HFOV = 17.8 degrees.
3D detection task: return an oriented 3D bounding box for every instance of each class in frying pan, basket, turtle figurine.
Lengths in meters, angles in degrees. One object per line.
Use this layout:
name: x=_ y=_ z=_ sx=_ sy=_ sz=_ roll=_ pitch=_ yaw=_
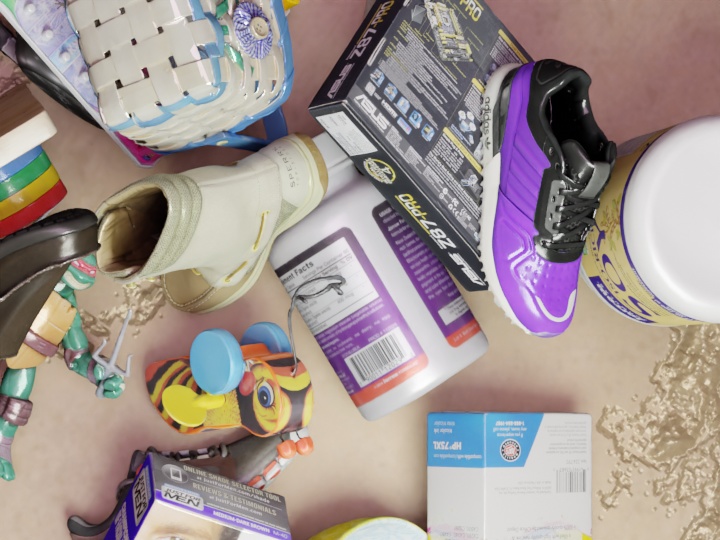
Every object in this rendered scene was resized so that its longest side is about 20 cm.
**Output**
frying pan: x=-0.241 y=-0.159 z=1.687 sx=0.189 sy=0.115 sz=0.031 roll=34 pitch=82 yaw=-2
basket: x=-0.114 y=-0.164 z=1.587 sx=0.138 sy=0.200 sz=0.177 roll=-20 pitch=89 yaw=16
turtle figurine: x=-0.240 y=0.048 z=1.683 sx=0.149 sy=0.101 sz=0.201 roll=35 pitch=94 yaw=-16

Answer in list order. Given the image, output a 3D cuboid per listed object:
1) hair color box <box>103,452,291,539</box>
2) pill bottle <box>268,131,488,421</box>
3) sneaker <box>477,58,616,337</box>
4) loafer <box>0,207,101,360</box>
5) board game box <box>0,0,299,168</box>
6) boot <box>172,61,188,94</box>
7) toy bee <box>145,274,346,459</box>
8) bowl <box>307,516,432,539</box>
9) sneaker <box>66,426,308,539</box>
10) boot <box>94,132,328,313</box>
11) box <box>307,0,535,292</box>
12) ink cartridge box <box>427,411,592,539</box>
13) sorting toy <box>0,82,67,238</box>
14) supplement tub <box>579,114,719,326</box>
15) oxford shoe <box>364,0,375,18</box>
hair color box: x=-0.141 y=0.238 z=1.646 sx=0.109 sy=0.065 sz=0.201 roll=20 pitch=114 yaw=-19
pill bottle: x=0.000 y=0.000 z=1.701 sx=0.111 sy=0.111 sz=0.201 roll=-31 pitch=90 yaw=-6
sneaker: x=0.139 y=-0.054 z=1.634 sx=0.069 sy=0.099 sz=0.202 roll=-3 pitch=88 yaw=-39
loafer: x=-0.247 y=0.023 z=1.582 sx=0.199 sy=0.073 sz=0.072 roll=-31 pitch=91 yaw=28
board game box: x=-0.159 y=-0.209 z=1.658 sx=0.200 sy=0.026 sz=0.200 roll=49 pitch=55 yaw=-16
boot: x=-0.151 y=-0.216 z=1.721 sx=0.203 sy=0.073 sz=0.155 roll=26 pitch=81 yaw=-6
toy bee: x=-0.080 y=0.089 z=1.649 sx=0.130 sy=0.200 sz=0.109 roll=-11 pitch=78 yaw=-24
bowl: x=-0.022 y=0.277 z=1.675 sx=0.107 sy=0.200 sz=0.202 roll=-2 pitch=86 yaw=38
sneaker: x=-0.132 y=0.157 z=1.702 sx=0.199 sy=0.077 sz=0.082 roll=-35 pitch=84 yaw=-6
boot: x=-0.129 y=-0.020 z=1.625 sx=0.154 sy=0.200 sz=0.072 roll=-18 pitch=72 yaw=-41
box: x=0.070 y=-0.109 z=1.679 sx=0.200 sy=0.049 sz=0.162 roll=46 pitch=59 yaw=-26
ink cartridge box: x=0.111 y=0.205 z=1.696 sx=0.116 sy=0.067 sz=0.202 roll=4 pitch=85 yaw=-41
sorting toy: x=-0.302 y=-0.045 z=1.641 sx=0.199 sy=0.199 sz=0.070 roll=-32 pitch=105 yaw=-6
supplement tub: x=0.237 y=-0.033 z=1.673 sx=0.144 sy=0.200 sz=0.147 roll=1 pitch=87 yaw=-10
oxford shoe: x=0.042 y=-0.165 z=1.745 sx=0.075 sy=0.058 sz=0.201 roll=-1 pitch=72 yaw=26
